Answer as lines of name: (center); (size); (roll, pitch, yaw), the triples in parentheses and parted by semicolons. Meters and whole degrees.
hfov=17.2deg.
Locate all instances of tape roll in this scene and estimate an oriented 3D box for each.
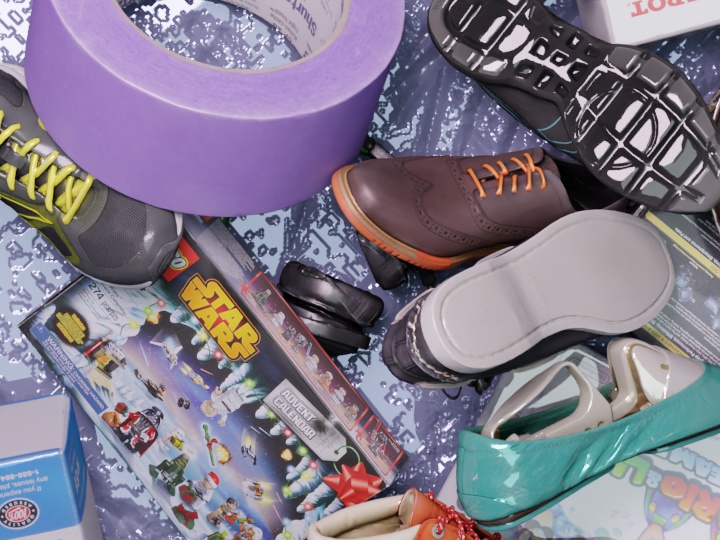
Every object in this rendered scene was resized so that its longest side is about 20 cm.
tape roll: (-0.081, -0.132, 1.312); (0.200, 0.085, 0.200); (8, 51, -10)

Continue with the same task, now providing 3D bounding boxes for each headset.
headset: (0.000, 0.000, 1.377); (0.200, 0.094, 0.124); (43, 90, 3)

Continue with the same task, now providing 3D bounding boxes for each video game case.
video game case: (0.147, 0.155, 1.408); (0.200, 0.024, 0.182); (28, 93, 9)

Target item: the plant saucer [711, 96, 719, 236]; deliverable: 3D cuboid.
plant saucer: (0.294, -0.059, 1.380); (0.200, 0.032, 0.201); (0, 89, -6)

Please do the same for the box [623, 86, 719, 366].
box: (0.249, 0.008, 1.418); (0.200, 0.049, 0.161); (38, 89, -6)

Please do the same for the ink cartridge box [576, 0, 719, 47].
ink cartridge box: (0.184, -0.236, 1.379); (0.144, 0.084, 0.200); (-15, 96, -2)

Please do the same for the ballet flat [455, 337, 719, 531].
ballet flat: (0.139, 0.078, 1.334); (0.200, 0.067, 0.071); (-22, 108, -22)

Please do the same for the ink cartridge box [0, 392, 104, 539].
ink cartridge box: (-0.215, 0.187, 1.354); (0.144, 0.085, 0.200); (-11, 113, -2)

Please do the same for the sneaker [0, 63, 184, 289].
sneaker: (-0.181, -0.054, 1.323); (0.200, 0.085, 0.075); (36, 103, 33)

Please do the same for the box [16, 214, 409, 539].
box: (-0.086, 0.070, 1.373); (0.137, 0.040, 0.200); (-36, 96, 29)

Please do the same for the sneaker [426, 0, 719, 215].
sneaker: (0.129, -0.100, 1.348); (0.200, 0.079, 0.075); (40, 91, 18)

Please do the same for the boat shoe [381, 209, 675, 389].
boat shoe: (0.095, 0.020, 1.327); (0.200, 0.060, 0.074); (-23, 87, -41)

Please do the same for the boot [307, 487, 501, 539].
boot: (0.063, 0.169, 1.341); (0.200, 0.075, 0.107); (-10, 109, -13)

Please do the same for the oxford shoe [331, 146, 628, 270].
oxford shoe: (0.070, -0.046, 1.343); (0.073, 0.200, 0.071); (-45, 57, 36)
